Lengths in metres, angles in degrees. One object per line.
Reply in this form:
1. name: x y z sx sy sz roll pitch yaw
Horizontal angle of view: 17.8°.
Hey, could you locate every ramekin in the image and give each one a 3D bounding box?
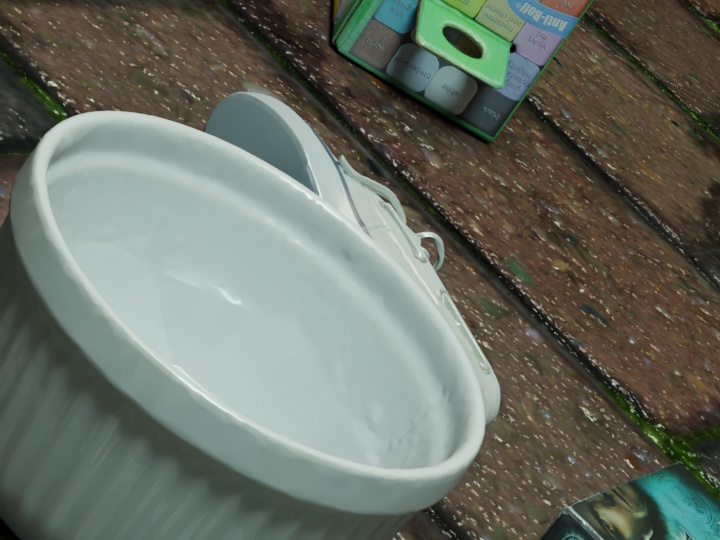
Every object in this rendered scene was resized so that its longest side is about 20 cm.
1. ramekin: -0.062 0.043 0.864 0.199 0.105 0.201 30 25 -15

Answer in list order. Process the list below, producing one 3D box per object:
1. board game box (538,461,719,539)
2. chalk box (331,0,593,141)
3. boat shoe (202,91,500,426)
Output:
1. board game box: 0.183 0.176 1.056 0.200 0.028 0.135 46 24 19
2. chalk box: 0.064 -0.177 1.423 0.124 0.124 0.200 29 24 -16
3. boat shoe: 0.003 -0.003 1.079 0.086 0.075 0.202 2 44 -52
